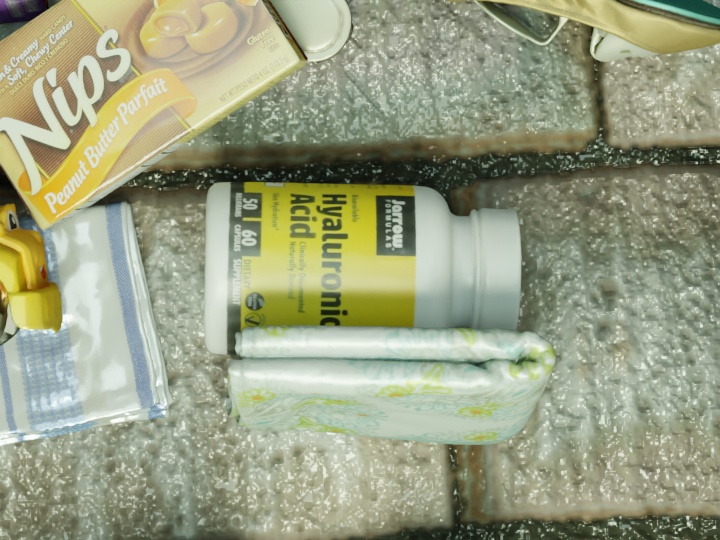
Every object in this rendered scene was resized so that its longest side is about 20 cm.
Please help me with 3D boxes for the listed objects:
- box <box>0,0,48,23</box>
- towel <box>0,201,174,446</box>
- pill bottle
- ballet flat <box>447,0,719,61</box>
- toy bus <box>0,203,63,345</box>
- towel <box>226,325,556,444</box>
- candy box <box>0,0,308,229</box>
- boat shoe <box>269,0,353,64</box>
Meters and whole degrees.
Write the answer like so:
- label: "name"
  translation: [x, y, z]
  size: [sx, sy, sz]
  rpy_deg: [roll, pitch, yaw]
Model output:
- label: "box"
  translation: [-0.235, -0.272, 1.438]
  size: [0.039, 0.137, 0.201]
  rpy_deg: [-8, 84, -3]
- label: "towel"
  translation: [-0.231, 0.041, 1.461]
  size: [0.199, 0.024, 0.148]
  rpy_deg: [-11, 83, -3]
- label: "pill bottle"
  translation: [0.000, 0.000, 1.431]
  size: [0.199, 0.111, 0.112]
  rpy_deg: [1, 84, -3]
- label: "ballet flat"
  translation: [0.148, -0.175, 1.489]
  size: [0.199, 0.069, 0.063]
  rpy_deg: [21, 111, 3]
- label: "toy bus"
  translation: [-0.289, -0.038, 1.381]
  size: [0.199, 0.136, 0.193]
  rpy_deg: [-3, 91, -1]
- label: "towel"
  translation: [0.014, 0.073, 1.393]
  size: [0.199, 0.171, 0.048]
  rpy_deg: [1, 77, -2]
- label: "candy box"
  translation: [-0.148, -0.128, 1.426]
  size: [0.199, 0.055, 0.116]
  rpy_deg: [-32, 91, 7]
- label: "boat shoe"
  translation: [-0.096, -0.197, 1.475]
  size: [0.199, 0.060, 0.072]
  rpy_deg: [25, 99, 2]
